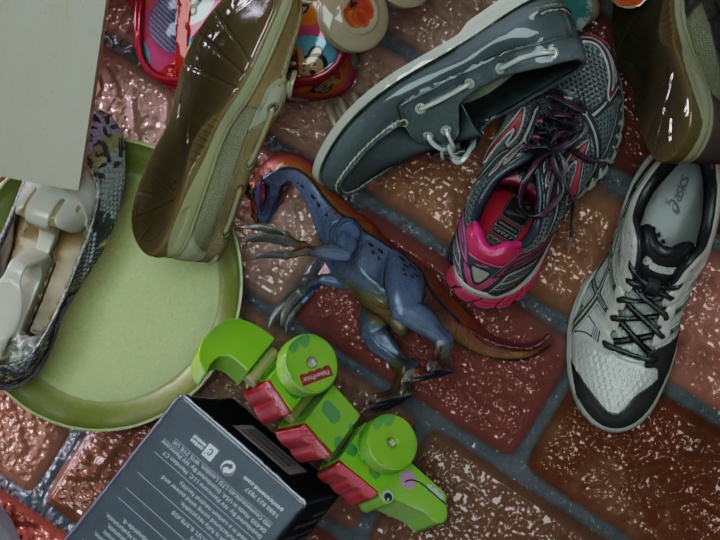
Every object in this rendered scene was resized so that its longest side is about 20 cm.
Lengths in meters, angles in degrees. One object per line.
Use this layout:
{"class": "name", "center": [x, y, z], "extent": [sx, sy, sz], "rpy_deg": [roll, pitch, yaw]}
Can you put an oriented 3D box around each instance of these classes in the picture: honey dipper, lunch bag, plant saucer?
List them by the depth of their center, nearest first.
{"class": "honey dipper", "center": [0.071, -0.138, 1.132], "extent": [0.198, 0.038, 0.038], "rpy_deg": [-25, 83, 5]}
{"class": "lunch bag", "center": [-0.084, -0.217, 1.142], "extent": [0.174, 0.082, 0.202], "rpy_deg": [1, 84, 11]}
{"class": "plant saucer", "center": [-0.176, 0.010, 1.154], "extent": [0.198, 0.031, 0.202], "rpy_deg": [-1, 85, 6]}

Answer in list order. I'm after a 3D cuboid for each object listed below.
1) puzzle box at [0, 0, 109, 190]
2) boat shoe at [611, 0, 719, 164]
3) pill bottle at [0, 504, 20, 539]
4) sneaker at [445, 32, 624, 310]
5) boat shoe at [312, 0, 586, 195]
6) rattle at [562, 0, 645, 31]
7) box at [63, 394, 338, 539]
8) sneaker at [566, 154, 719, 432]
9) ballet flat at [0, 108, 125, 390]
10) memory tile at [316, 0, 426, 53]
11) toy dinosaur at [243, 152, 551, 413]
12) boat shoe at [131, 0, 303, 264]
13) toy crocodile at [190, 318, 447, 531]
{"class": "puzzle box", "center": [-0.225, -0.159, 1.051], "extent": [0.132, 0.025, 0.202], "rpy_deg": [11, 107, -4]}
{"class": "boat shoe", "center": [0.210, -0.140, 1.076], "extent": [0.065, 0.072, 0.202], "rpy_deg": [16, 45, -19]}
{"class": "pill bottle", "center": [-0.327, 0.229, 1.111], "extent": [0.198, 0.114, 0.115], "rpy_deg": [-22, 83, 4]}
{"class": "sneaker", "center": [0.121, -0.070, 1.090], "extent": [0.080, 0.075, 0.201], "rpy_deg": [22, 70, 7]}
{"class": "boat shoe", "center": [0.057, -0.103, 1.075], "extent": [0.199, 0.073, 0.062], "rpy_deg": [-36, 71, 12]}
{"class": "rattle", "center": [0.104, -0.264, 1.093], "extent": [0.199, 0.143, 0.131], "rpy_deg": [25, 120, -17]}
{"class": "box", "center": [-0.122, 0.189, 1.073], "extent": [0.107, 0.148, 0.201], "rpy_deg": [38, 90, 9]}
{"class": "sneaker", "center": [0.182, 0.006, 1.083], "extent": [0.075, 0.088, 0.202], "rpy_deg": [15, 89, 6]}
{"class": "ballet flat", "center": [-0.210, -0.015, 1.111], "extent": [0.071, 0.072, 0.202], "rpy_deg": [21, 88, 8]}
{"class": "memory tile", "center": [0.015, -0.252, 1.098], "extent": [0.200, 0.017, 0.154], "rpy_deg": [-43, 104, -24]}
{"class": "toy dinosaur", "center": [0.000, 0.000, 1.131], "extent": [0.198, 0.105, 0.183], "rpy_deg": [-9, 71, -29]}
{"class": "boat shoe", "center": [-0.082, -0.095, 1.079], "extent": [0.073, 0.063, 0.202], "rpy_deg": [42, 114, 47]}
{"class": "toy crocodile", "center": [-0.024, 0.103, 1.087], "extent": [0.200, 0.067, 0.062], "rpy_deg": [45, 59, -12]}
